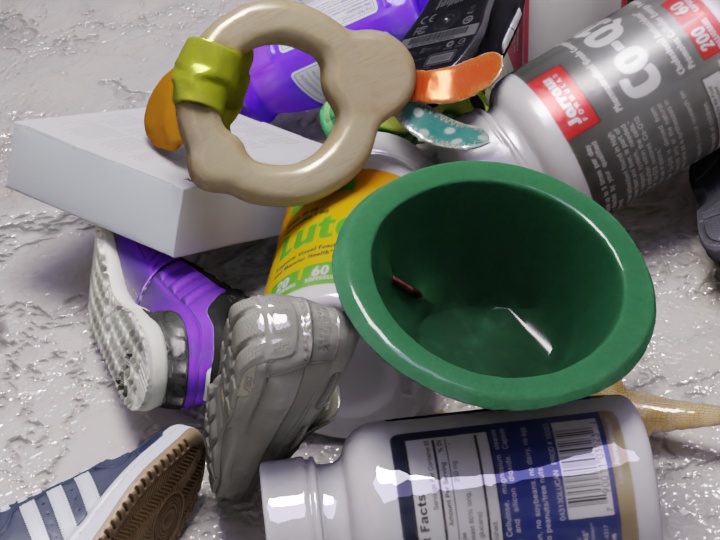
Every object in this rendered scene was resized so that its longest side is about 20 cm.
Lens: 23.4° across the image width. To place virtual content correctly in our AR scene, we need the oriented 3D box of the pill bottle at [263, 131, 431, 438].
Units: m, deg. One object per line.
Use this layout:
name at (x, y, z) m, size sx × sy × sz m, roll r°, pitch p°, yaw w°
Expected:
pill bottle at (0.000, 0.000, 1.091) m, size 0.110 × 0.111 × 0.200 m, roll 1°, pitch 37°, yaw 7°

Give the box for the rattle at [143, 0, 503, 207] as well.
rattle at (-0.025, -0.099, 1.101) m, size 0.199 × 0.143 × 0.131 m, roll -12°, pitch 73°, yaw -17°

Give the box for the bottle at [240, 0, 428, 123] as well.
bottle at (-0.038, -0.158, 1.296) m, size 0.199 × 0.083 × 0.066 m, roll -22°, pitch 71°, yaw 19°

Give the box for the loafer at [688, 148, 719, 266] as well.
loafer at (0.266, -0.048, 1.185) m, size 0.072 × 0.063 × 0.200 m, roll -24°, pitch 24°, yaw 26°

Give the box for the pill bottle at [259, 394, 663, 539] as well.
pill bottle at (0.050, 0.130, 0.913) m, size 0.199 × 0.111 × 0.111 m, roll -6°, pitch 37°, yaw -2°

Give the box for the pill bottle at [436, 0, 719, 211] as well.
pill bottle at (0.158, -0.100, 1.162) m, size 0.199 × 0.114 × 0.114 m, roll -31°, pitch 41°, yaw -6°

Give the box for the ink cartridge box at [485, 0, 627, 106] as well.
ink cartridge box at (0.123, -0.195, 1.308) m, size 0.082 × 0.147 × 0.200 m, roll -11°, pitch 38°, yaw -11°

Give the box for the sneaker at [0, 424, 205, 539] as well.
sneaker at (-0.176, 0.143, 0.955) m, size 0.108 × 0.070 × 0.200 m, roll 18°, pitch 45°, yaw 24°

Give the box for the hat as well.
hat at (0.063, 0.054, 0.960) m, size 0.199 × 0.176 × 0.166 m, roll -23°, pitch 58°, yaw -31°

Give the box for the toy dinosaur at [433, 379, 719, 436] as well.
toy dinosaur at (0.143, 0.078, 1.034) m, size 0.199 × 0.058 × 0.101 m, roll -5°, pitch 51°, yaw 12°

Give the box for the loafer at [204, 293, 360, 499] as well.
loafer at (-0.046, 0.075, 0.943) m, size 0.069 × 0.200 × 0.070 m, roll 0°, pitch 65°, yaw -13°

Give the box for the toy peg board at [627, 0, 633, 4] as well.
toy peg board at (0.235, -0.250, 1.308) m, size 0.098 × 0.199 × 0.200 m, roll -37°, pitch 41°, yaw -1°

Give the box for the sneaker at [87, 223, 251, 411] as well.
sneaker at (-0.115, 0.028, 1.112) m, size 0.099 × 0.070 × 0.200 m, roll -1°, pitch 30°, yaw -20°

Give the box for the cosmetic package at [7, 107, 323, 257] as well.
cosmetic package at (-0.115, -0.066, 1.183) m, size 0.150 × 0.052 × 0.200 m, roll 20°, pitch 19°, yaw 31°

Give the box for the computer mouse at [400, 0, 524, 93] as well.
computer mouse at (0.101, -0.175, 1.149) m, size 0.140 × 0.046 × 0.200 m, roll -11°, pitch 40°, yaw 33°

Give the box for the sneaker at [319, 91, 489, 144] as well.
sneaker at (0.033, -0.121, 1.236) m, size 0.083 × 0.074 × 0.200 m, roll -20°, pitch -6°, yaw 27°
